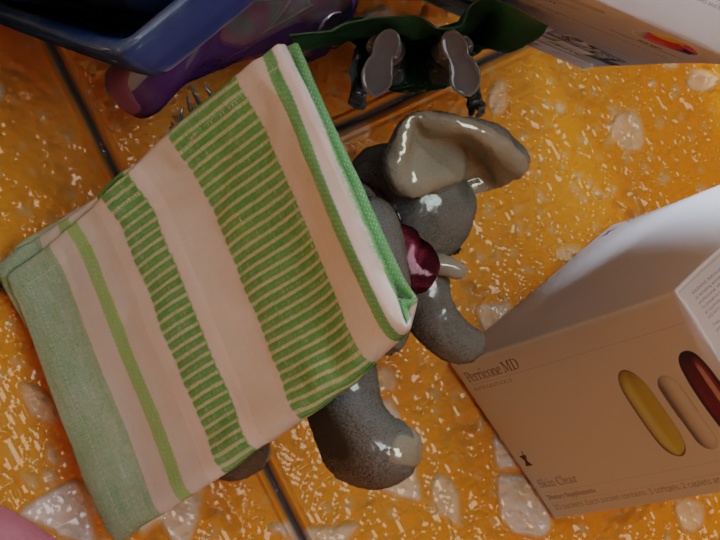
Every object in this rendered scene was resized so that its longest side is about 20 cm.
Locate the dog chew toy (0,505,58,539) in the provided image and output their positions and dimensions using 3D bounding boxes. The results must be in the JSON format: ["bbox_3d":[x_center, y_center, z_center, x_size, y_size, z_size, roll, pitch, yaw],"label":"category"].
[{"bbox_3d":[-0.196,0.192,0.741,0.125,0.125,0.200,35,71,-17],"label":"dog chew toy"}]

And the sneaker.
[{"bbox_3d":[-0.049,-0.139,0.933,0.088,0.080,0.200,51,58,-18],"label":"sneaker"}]

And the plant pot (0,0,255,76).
[{"bbox_3d":[-0.113,-0.209,0.815,0.200,0.200,0.180,-42,123,-17],"label":"plant pot"}]

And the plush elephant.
[{"bbox_3d":[0.000,0.000,0.869,0.155,0.165,0.200,-13,86,-34],"label":"plush elephant"}]

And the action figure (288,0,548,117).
[{"bbox_3d":[0.028,-0.107,0.910,0.118,0.200,0.055,2,95,1],"label":"action figure"}]

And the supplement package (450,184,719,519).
[{"bbox_3d":[0.176,0.034,0.939,0.156,0.200,0.111,-37,96,-31],"label":"supplement package"}]

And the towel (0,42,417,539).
[{"bbox_3d":[-0.074,0.011,0.799,0.023,0.200,0.153,0,60,-55],"label":"towel"}]

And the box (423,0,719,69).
[{"bbox_3d":[0.078,-0.141,0.838,0.156,0.200,0.041,21,92,-13],"label":"box"}]
